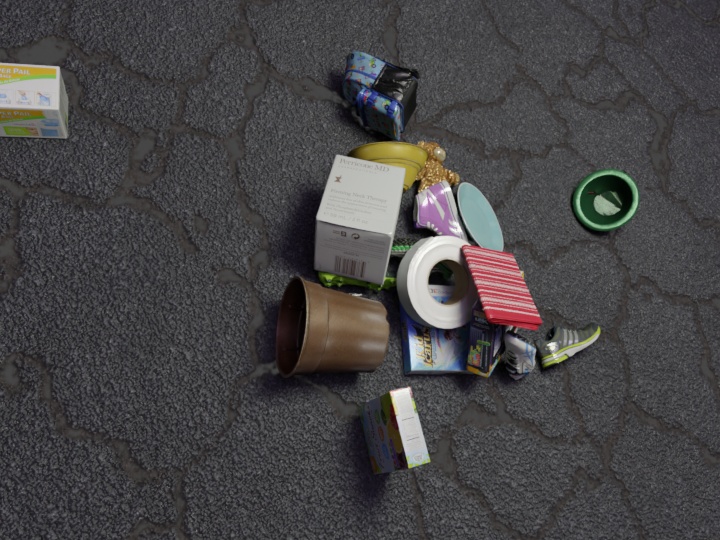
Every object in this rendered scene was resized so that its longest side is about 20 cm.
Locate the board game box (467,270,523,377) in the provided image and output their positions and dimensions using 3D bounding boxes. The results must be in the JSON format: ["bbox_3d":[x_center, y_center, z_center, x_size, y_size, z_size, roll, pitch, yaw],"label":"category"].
[{"bbox_3d":[0.304,0.112,1.361,0.056,0.169,0.199,14,32,28],"label":"board game box"}]

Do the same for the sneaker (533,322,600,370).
[{"bbox_3d":[0.513,0.168,1.495,0.197,0.074,0.082,-23,76,-27],"label":"sneaker"}]

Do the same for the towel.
[{"bbox_3d":[0.297,0.034,1.286,0.141,0.023,0.203,10,46,-25],"label":"towel"}]

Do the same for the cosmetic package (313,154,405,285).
[{"bbox_3d":[-0.002,-0.111,1.321,0.163,0.168,0.203,11,51,3],"label":"cosmetic package"}]

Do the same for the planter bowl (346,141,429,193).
[{"bbox_3d":[0.064,-0.227,1.420,0.195,0.200,0.086,3,82,-18],"label":"planter bowl"}]

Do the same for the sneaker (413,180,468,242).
[{"bbox_3d":[0.189,-0.103,1.473,0.112,0.073,0.204,-24,101,-8],"label":"sneaker"}]

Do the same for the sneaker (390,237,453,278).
[{"bbox_3d":[0.135,-0.025,1.429,0.195,0.078,0.087,10,104,-1],"label":"sneaker"}]

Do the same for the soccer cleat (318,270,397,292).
[{"bbox_3d":[0.000,0.000,1.381,0.195,0.068,0.083,5,63,-16],"label":"soccer cleat"}]

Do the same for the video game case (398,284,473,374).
[{"bbox_3d":[0.183,0.136,1.405,0.177,0.045,0.205,3,70,-17],"label":"video game case"}]

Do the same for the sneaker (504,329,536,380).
[{"bbox_3d":[0.356,0.195,1.370,0.071,0.201,0.073,30,76,32],"label":"sneaker"}]

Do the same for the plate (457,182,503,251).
[{"bbox_3d":[0.294,-0.124,1.513,0.199,0.025,0.204,32,45,-38],"label":"plate"}]

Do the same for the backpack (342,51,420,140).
[{"bbox_3d":[0.036,-0.438,1.494,0.197,0.183,0.137,28,80,8],"label":"backpack"}]

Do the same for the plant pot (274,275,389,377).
[{"bbox_3d":[-0.056,0.126,1.251,0.194,0.200,0.205,9,68,-23],"label":"plant pot"}]

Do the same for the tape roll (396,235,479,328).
[{"bbox_3d":[0.181,0.026,1.349,0.197,0.071,0.208,1,88,-17],"label":"tape roll"}]

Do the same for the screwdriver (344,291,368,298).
[{"bbox_3d":[-0.072,0.060,1.348,0.195,0.029,0.029,1,70,-24],"label":"screwdriver"}]

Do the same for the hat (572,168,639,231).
[{"bbox_3d":[0.702,-0.190,1.722,0.196,0.176,0.169,-23,78,14],"label":"hat"}]

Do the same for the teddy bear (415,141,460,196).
[{"bbox_3d":[0.187,-0.235,1.529,0.142,0.067,0.204,25,66,-11],"label":"teddy bear"}]

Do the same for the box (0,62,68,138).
[{"bbox_3d":[-0.711,-0.345,1.230,0.195,0.113,0.104,-3,71,-19],"label":"box"}]

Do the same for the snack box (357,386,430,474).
[{"bbox_3d":[0.061,0.324,1.206,0.052,0.200,0.146,-7,73,-21],"label":"snack box"}]
